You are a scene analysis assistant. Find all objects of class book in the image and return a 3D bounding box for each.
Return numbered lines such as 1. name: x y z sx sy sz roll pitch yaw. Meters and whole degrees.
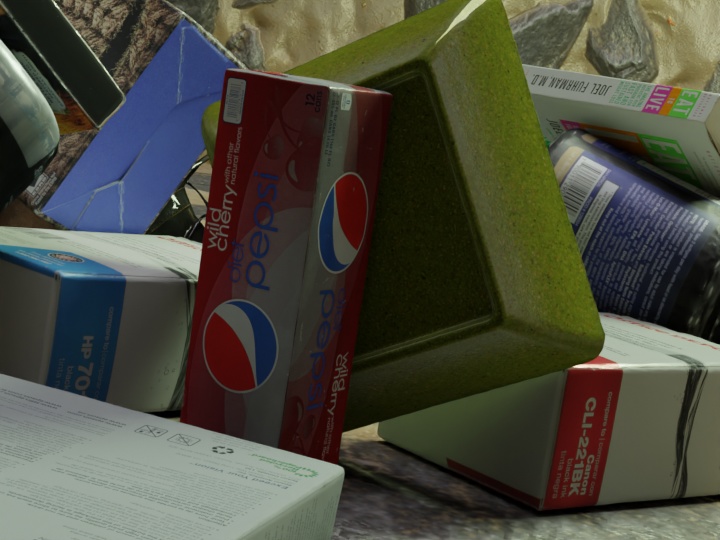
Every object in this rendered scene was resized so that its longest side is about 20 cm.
1. book: 0.201 -0.094 1.082 0.199 0.048 0.134 17 -21 47

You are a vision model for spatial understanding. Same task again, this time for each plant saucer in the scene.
1. plant saucer: 0.007 -0.022 0.784 0.198 0.203 0.048 -19 -3 28

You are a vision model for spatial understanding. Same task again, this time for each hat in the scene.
1. hat: -0.154 -0.008 1.109 0.081 0.200 0.201 48 1 -9

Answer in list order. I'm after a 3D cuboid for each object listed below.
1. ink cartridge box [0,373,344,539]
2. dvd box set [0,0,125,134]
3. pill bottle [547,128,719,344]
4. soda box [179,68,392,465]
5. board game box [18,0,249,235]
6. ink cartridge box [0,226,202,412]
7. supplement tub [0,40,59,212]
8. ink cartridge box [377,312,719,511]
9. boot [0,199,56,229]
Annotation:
1. ink cartridge box: -0.130 0.091 0.585 0.197 0.041 0.200 13 8 20
2. dvd box set: -0.237 -0.138 0.858 0.199 0.029 0.147 1 -46 49
3. pill bottle: 0.207 -0.008 1.027 0.199 0.113 0.112 30 14 21
4. soda box: -0.039 0.005 0.741 0.063 0.203 0.070 13 8 27
5. board game box: -0.200 -0.131 1.013 0.199 0.160 0.097 36 -1 34
6. ink cartridge box: -0.150 0.027 0.889 0.145 0.087 0.199 16 7 40
7. supplement tub: -0.264 -0.042 0.770 0.122 0.200 0.123 36 -23 18
8. ink cartridge box: 0.132 0.077 0.888 0.198 0.085 0.143 2 10 -40
9. boot: -0.267 -0.067 1.136 0.071 0.169 0.200 15 8 18
